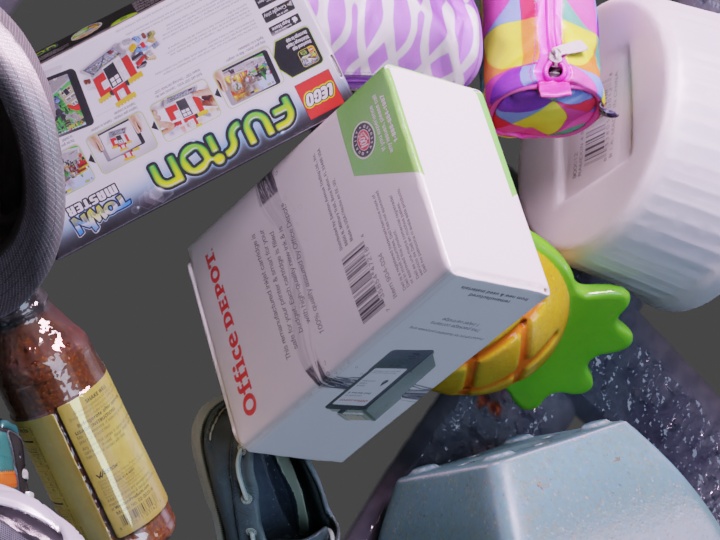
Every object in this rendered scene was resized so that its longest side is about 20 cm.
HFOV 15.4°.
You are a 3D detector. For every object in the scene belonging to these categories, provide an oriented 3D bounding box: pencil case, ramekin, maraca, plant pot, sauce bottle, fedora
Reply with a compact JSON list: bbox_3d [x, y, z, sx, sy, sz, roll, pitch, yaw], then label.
[{"bbox_3d":[-0.018,-0.145,1.645,0.199,0.084,0.086,-3,62,-36],"label":"pencil case"},{"bbox_3d":[0.115,-0.181,1.711,0.088,0.088,0.201,16,59,-35],"label":"pencil case"},{"bbox_3d":[0.188,-0.082,1.734,0.097,0.200,0.202,16,80,-28],"label":"ramekin"},{"bbox_3d":[0.080,0.027,1.694,0.199,0.137,0.107,22,38,-27],"label":"maraca"},{"bbox_3d":[0.118,0.207,1.687,0.195,0.196,0.201,-15,89,-35],"label":"plant pot"},{"bbox_3d":[-0.172,0.074,1.542,0.066,0.066,0.201,-32,109,-32],"label":"sauce bottle"},{"bbox_3d":[-0.227,-0.075,1.466,0.201,0.176,0.090,66,28,-10],"label":"fedora"}]

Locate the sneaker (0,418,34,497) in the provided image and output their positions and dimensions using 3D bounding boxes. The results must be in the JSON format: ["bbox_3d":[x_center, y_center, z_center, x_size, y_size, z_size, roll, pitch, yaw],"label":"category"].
[{"bbox_3d":[-0.212,0.129,1.508,0.080,0.071,0.201,-39,111,-27],"label":"sneaker"}]

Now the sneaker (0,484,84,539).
[{"bbox_3d":[-0.246,0.157,1.408,0.199,0.114,0.076,14,110,2],"label":"sneaker"}]

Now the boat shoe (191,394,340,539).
[{"bbox_3d":[-0.045,0.171,1.637,0.073,0.062,0.201,-27,105,-33],"label":"boat shoe"}]

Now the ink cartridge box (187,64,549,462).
[{"bbox_3d":[0.000,0.000,1.561,0.084,0.200,0.146,11,51,-41],"label":"ink cartridge box"}]

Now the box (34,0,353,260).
[{"bbox_3d":[-0.115,-0.101,1.548,0.199,0.035,0.110,-27,108,-3],"label":"box"}]
